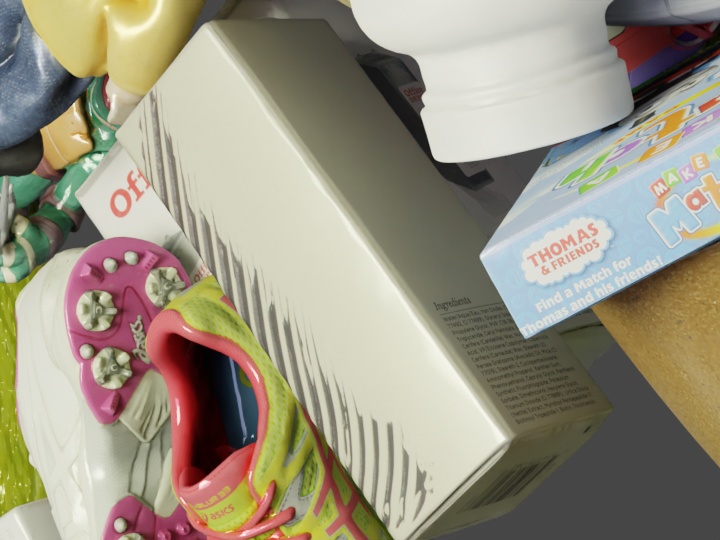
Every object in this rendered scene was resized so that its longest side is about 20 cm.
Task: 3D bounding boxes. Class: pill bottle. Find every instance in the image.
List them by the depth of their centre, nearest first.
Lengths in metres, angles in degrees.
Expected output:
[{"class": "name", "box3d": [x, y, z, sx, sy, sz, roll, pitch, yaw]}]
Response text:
[{"class": "pill bottle", "box3d": [0.037, -0.143, 0.877, 0.104, 0.104, 0.202, -7, 103, 37]}]

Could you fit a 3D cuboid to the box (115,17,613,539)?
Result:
[{"class": "box", "box3d": [0.000, 0.000, 0.969, 0.068, 0.082, 0.201, -47, 68, 29]}]

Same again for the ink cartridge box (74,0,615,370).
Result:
[{"class": "ink cartridge box", "box3d": [-0.008, -0.007, 1.074, 0.146, 0.085, 0.201, -48, 67, 31]}]

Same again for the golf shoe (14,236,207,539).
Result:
[{"class": "golf shoe", "box3d": [-0.102, 0.086, 1.082, 0.091, 0.075, 0.202, -1, 95, 55]}]

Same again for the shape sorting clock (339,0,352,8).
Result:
[{"class": "shape sorting clock", "box3d": [0.029, -0.189, 0.952, 0.039, 0.199, 0.202, 8, 102, 55]}]

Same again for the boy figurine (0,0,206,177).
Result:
[{"class": "boy figurine", "box3d": [-0.098, -0.124, 1.002, 0.200, 0.064, 0.125, -40, 64, 29]}]

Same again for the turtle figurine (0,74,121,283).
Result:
[{"class": "turtle figurine", "box3d": [-0.146, -0.065, 1.159, 0.199, 0.100, 0.151, -20, 70, 52]}]

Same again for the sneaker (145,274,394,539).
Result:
[{"class": "sneaker", "box3d": [-0.035, 0.094, 1.002, 0.078, 0.090, 0.201, -23, 86, 34]}]

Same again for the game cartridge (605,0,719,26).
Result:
[{"class": "game cartridge", "box3d": [0.147, -0.162, 0.882, 0.199, 0.040, 0.134, -21, 72, 41]}]

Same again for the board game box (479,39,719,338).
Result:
[{"class": "board game box", "box3d": [0.127, -0.051, 0.874, 0.151, 0.200, 0.037, -29, 98, 18]}]

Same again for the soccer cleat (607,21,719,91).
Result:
[{"class": "soccer cleat", "box3d": [0.138, -0.138, 0.958, 0.076, 0.066, 0.201, 39, 114, 38]}]

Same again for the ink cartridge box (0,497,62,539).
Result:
[{"class": "ink cartridge box", "box3d": [-0.151, 0.195, 1.182, 0.200, 0.125, 0.129, -35, 76, 34]}]

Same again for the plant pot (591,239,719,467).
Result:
[{"class": "plant pot", "box3d": [0.201, 0.042, 0.883, 0.186, 0.186, 0.201, -27, 96, 36]}]
